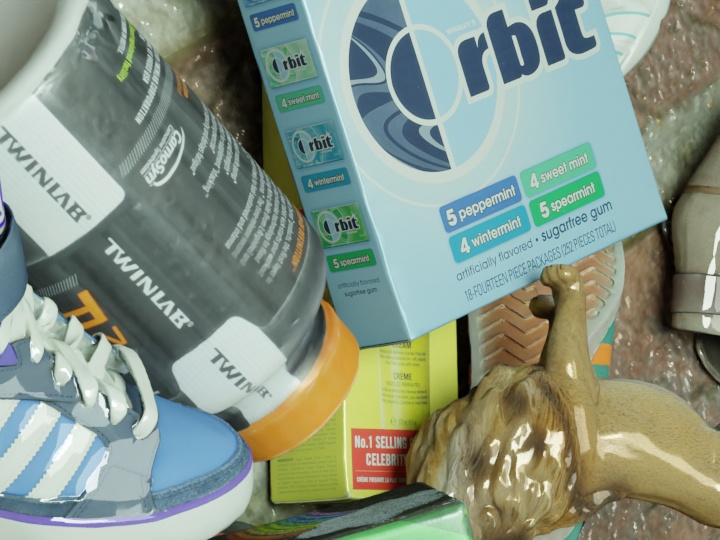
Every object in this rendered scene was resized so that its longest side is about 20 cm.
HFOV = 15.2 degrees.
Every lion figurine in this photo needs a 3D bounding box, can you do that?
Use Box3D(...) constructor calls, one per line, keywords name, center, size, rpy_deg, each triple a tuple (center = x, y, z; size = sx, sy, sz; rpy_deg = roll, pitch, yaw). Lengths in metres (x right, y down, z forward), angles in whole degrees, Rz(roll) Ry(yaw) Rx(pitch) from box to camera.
Box3D(name="lion figurine", center=(0.118, 0.072, 1.126), size=(0.199, 0.072, 0.123), rpy_deg=(8, 69, -7))

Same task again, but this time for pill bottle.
Box3D(name="pill bottle", center=(-0.084, -0.013, 1.038), size=(0.200, 0.106, 0.106), rpy_deg=(48, 54, -30))

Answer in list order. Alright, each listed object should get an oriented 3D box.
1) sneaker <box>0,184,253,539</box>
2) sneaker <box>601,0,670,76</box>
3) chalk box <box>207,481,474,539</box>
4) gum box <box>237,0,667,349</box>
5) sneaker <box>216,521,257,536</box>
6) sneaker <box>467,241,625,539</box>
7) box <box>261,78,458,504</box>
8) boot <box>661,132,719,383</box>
Box3D(name="sneaker", center=(-0.119, 0.020, 0.949), size=(0.199, 0.081, 0.147), rpy_deg=(4, 117, -21))
Box3D(name="sneaker", center=(0.082, -0.107, 1.248), size=(0.080, 0.070, 0.201), rpy_deg=(45, 56, -28))
Box3D(name="chalk box", center=(-0.049, 0.165, 1.002), size=(0.199, 0.125, 0.124), rpy_deg=(-15, 91, -6))
Box3D(name="gum box", center=(0.036, -0.089, 1.141), size=(0.170, 0.044, 0.201), rpy_deg=(-23, 98, -41))
Box3D(name="sneaker", center=(-0.030, 0.200, 1.089), size=(0.087, 0.074, 0.201), rpy_deg=(-28, 103, -40))
Box3D(name="sneaker", center=(0.078, 0.057, 1.229), size=(0.080, 0.071, 0.200), rpy_deg=(91, 10, -52))
Box3D(name="box", center=(0.000, 0.000, 1.161), size=(0.075, 0.050, 0.201), rpy_deg=(7, 80, -44))
Box3D(name="boot", center=(0.226, 0.000, 1.389), size=(0.200, 0.070, 0.147), rpy_deg=(30, 70, -38))
